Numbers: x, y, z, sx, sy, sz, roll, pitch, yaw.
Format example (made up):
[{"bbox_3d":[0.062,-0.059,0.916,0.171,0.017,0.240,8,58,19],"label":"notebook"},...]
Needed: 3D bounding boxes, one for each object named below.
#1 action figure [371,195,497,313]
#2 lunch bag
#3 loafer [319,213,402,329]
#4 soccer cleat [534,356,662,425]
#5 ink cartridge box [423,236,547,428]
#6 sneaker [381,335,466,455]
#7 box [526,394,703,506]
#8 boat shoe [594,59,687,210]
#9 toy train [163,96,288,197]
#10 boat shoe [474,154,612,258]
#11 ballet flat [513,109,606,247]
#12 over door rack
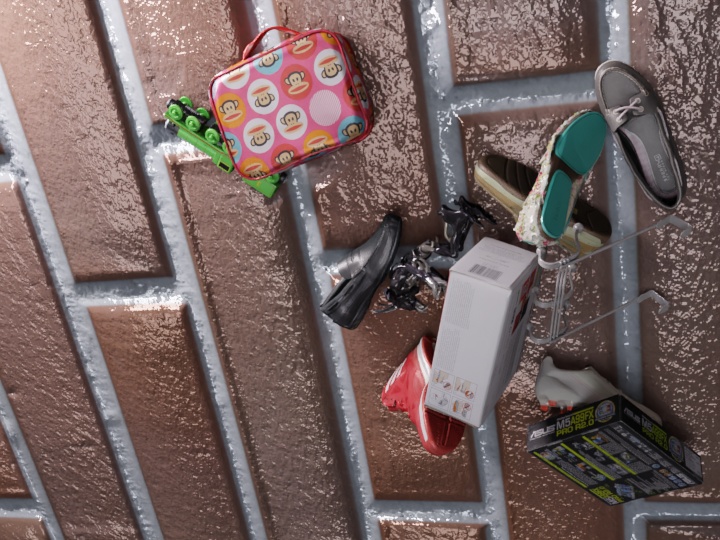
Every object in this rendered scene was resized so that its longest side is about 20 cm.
[{"bbox_3d":[0.102,0.001,1.103,0.102,0.119,0.201,41,112,12],"label":"action figure"},{"bbox_3d":[-0.095,-0.226,1.051,0.198,0.082,0.178,-18,100,14],"label":"lunch bag"},{"bbox_3d":[0.000,0.000,1.156,0.070,0.068,0.201,24,123,-6],"label":"loafer"},{"bbox_3d":[0.345,0.180,1.157,0.198,0.078,0.069,18,156,-9],"label":"soccer cleat"},{"bbox_3d":[0.167,0.071,1.058,0.083,0.175,0.202,19,117,22],"label":"ink cartridge box"},{"bbox_3d":[0.088,0.201,1.166,0.078,0.201,0.116,28,127,-17],"label":"sneaker"},{"bbox_3d":[0.360,0.261,1.145,0.199,0.045,0.160,35,136,-25],"label":"box"},{"bbox_3d":[0.349,-0.165,0.990,0.066,0.057,0.201,-25,107,24],"label":"boat shoe"},{"bbox_3d":[-0.193,-0.173,1.142,0.199,0.042,0.057,33,129,-2],"label":"toy train"},{"bbox_3d":[0.228,-0.075,1.064,0.199,0.072,0.076,33,135,0],"label":"boat shoe"},{"bbox_3d":[0.240,-0.115,0.996,0.075,0.201,0.064,39,156,-19],"label":"ballet flat"},{"bbox_3d":[0.310,0.007,1.041,0.198,0.067,0.149,-14,134,-10],"label":"over door rack"}]
